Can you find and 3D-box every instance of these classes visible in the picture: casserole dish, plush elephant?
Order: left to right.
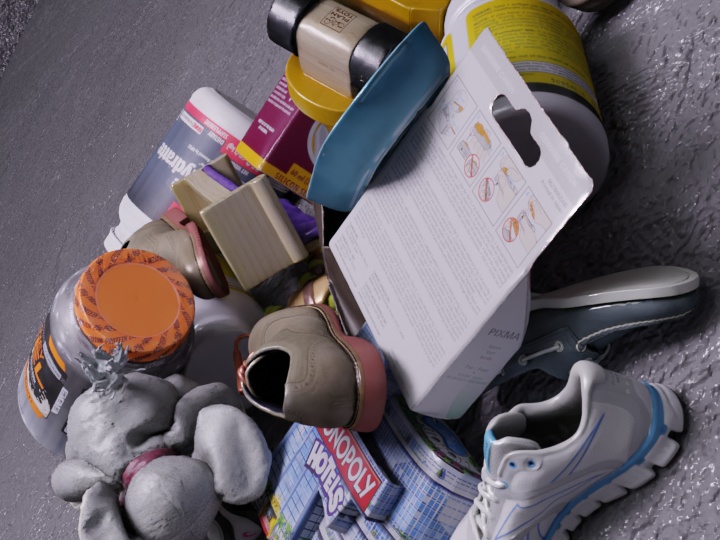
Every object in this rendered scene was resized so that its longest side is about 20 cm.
[{"bbox_3d":[-0.152,0.159,1.010,0.165,0.200,0.155,-26,61,-9],"label":"plush elephant"},{"bbox_3d":[0.015,-0.100,0.936,0.121,0.039,0.200,-52,-3,-14],"label":"casserole dish"}]

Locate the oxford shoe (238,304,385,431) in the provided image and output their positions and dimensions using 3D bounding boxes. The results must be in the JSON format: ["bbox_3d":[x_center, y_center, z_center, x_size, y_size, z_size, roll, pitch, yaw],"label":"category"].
[{"bbox_3d":[-0.051,0.061,0.908,0.200,0.075,0.071,-166,79,-68],"label":"oxford shoe"}]

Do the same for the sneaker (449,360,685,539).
[{"bbox_3d":[0.094,0.126,0.785,0.200,0.087,0.075,-51,29,18],"label":"sneaker"}]

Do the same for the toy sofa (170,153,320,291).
[{"bbox_3d":[-0.100,-0.055,1.189,0.097,0.083,0.200,-31,17,-8],"label":"toy sofa"}]

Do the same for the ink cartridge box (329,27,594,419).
[{"bbox_3d":[0.070,-0.029,0.851,0.200,0.050,0.161,-52,45,28],"label":"ink cartridge box"}]

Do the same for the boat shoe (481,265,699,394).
[{"bbox_3d":[0.138,0.041,0.851,0.200,0.073,0.062,-15,92,46],"label":"boat shoe"}]

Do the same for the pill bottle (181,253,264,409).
[{"bbox_3d":[-0.145,0.057,1.243,0.111,0.111,0.200,-55,26,7],"label":"pill bottle"}]

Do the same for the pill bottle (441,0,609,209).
[{"bbox_3d":[0.117,-0.136,0.990,0.114,0.114,0.200,-42,31,31],"label":"pill bottle"}]

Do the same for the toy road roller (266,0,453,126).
[{"bbox_3d":[0.020,-0.199,1.127,0.123,0.146,0.200,31,62,23],"label":"toy road roller"}]

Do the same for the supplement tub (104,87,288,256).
[{"bbox_3d":[-0.164,-0.077,1.384,0.200,0.140,0.140,-55,26,6],"label":"supplement tub"}]

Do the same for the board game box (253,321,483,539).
[{"bbox_3d":[0.010,0.131,0.923,0.200,0.062,0.200,-63,25,13],"label":"board game box"}]

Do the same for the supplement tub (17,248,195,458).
[{"bbox_3d":[-0.215,0.072,1.122,0.200,0.122,0.123,127,158,-50],"label":"supplement tub"}]

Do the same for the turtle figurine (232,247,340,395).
[{"bbox_3d":[-0.031,0.028,1.126,0.161,0.064,0.200,-31,21,27],"label":"turtle figurine"}]

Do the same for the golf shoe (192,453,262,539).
[{"bbox_3d":[-0.129,0.180,1.142,0.092,0.073,0.200,-36,38,7],"label":"golf shoe"}]

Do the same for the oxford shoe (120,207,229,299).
[{"bbox_3d":[-0.169,-0.002,1.177,0.075,0.071,0.200,-27,16,-11],"label":"oxford shoe"}]

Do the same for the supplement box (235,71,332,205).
[{"bbox_3d":[-0.012,-0.160,1.243,0.200,0.110,0.086,-56,27,4],"label":"supplement box"}]

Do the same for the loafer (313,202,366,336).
[{"bbox_3d":[0.000,0.000,1.024,0.073,0.071,0.200,-27,62,9],"label":"loafer"}]

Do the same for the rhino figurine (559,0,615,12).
[{"bbox_3d":[0.176,-0.271,1.092,0.087,0.060,0.200,-48,26,14],"label":"rhino figurine"}]
